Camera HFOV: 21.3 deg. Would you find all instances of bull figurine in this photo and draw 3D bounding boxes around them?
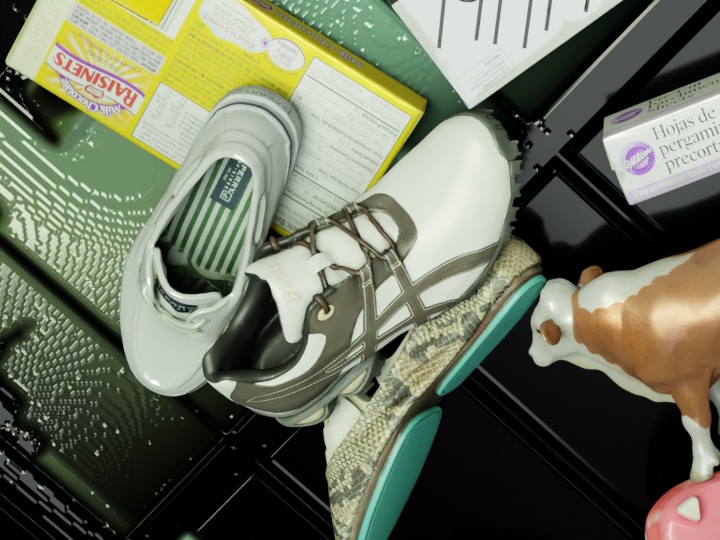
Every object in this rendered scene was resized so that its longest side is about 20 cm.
[{"bbox_3d":[0.185,0.029,0.980,0.199,0.065,0.122,-26,108,18],"label":"bull figurine"}]

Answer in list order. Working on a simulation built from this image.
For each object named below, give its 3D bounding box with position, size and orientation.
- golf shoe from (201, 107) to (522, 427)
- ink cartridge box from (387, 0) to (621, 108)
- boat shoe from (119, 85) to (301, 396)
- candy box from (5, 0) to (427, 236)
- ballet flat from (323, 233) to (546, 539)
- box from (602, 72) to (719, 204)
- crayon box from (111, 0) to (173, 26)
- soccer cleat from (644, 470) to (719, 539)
[{"bbox_3d":[0.000,0.000,0.955,0.200,0.094,0.078,-52,59,17],"label":"golf shoe"},{"bbox_3d":[0.105,-0.175,0.924,0.200,0.044,0.094,-34,104,19],"label":"ink cartridge box"},{"bbox_3d":[-0.089,-0.003,0.989,0.073,0.067,0.201,22,126,3],"label":"boat shoe"},{"bbox_3d":[-0.075,-0.097,0.990,0.199,0.026,0.102,32,118,-4],"label":"candy box"},{"bbox_3d":[0.023,0.058,1.023,0.075,0.068,0.201,35,108,18],"label":"ballet flat"},{"bbox_3d":[0.218,-0.089,0.942,0.199,0.041,0.039,-21,105,17],"label":"box"},{"bbox_3d":[-0.080,-0.232,0.847,0.058,0.200,0.173,23,116,-27],"label":"crayon box"},{"bbox_3d":[0.247,0.122,1.013,0.199,0.076,0.067,-11,88,-5],"label":"soccer cleat"}]
